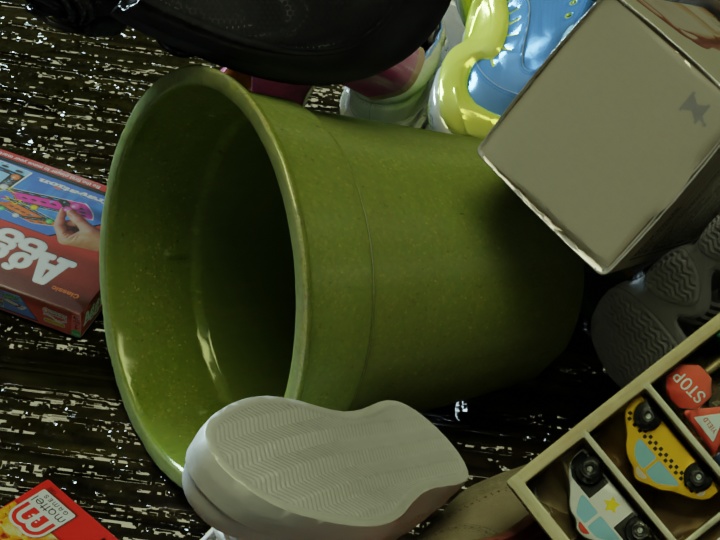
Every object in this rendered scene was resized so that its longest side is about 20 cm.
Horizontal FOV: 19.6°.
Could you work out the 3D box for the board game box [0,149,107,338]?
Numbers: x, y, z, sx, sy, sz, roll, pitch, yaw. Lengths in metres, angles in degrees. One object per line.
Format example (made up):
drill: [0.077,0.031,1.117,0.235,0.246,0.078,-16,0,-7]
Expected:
board game box: [-0.217,-0.032,1.122,0.200,0.019,0.103,19,42,12]

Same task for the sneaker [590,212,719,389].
sneaker: [0.204,-0.005,0.977,0.115,0.200,0.075,-26,86,-37]

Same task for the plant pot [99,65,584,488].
plant pot: [0.000,0.000,1.016,0.190,0.200,0.200,-4,40,-33]

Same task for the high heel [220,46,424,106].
high heel: [-0.059,-0.114,1.127,0.096,0.200,0.068,28,75,-31]

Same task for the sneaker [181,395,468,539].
sneaker: [-0.037,0.114,0.871,0.074,0.116,0.200,50,17,21]

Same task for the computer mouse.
computer mouse: [-0.056,-0.114,0.981,0.199,0.053,0.138,2,6,6]

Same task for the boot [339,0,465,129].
boot: [0.036,-0.128,1.221,0.073,0.096,0.200,15,40,7]

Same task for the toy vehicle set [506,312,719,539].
toy vehicle set: [0.173,0.131,0.892,0.124,0.027,0.200,-39,79,-3]

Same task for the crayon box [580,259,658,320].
crayon box: [0.152,-0.031,1.163,0.126,0.052,0.200,-23,50,-32]

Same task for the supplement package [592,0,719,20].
supplement package: [0.238,-0.153,1.152,0.200,0.156,0.111,29,76,22]

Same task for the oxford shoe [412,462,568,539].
oxford shoe: [0.051,0.140,0.949,0.200,0.071,0.075,-23,18,-26]

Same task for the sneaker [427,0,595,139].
sneaker: [0.105,-0.131,1.153,0.105,0.076,0.200,-12,44,27]

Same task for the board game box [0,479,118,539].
board game box: [-0.156,0.188,0.851,0.151,0.046,0.200,35,47,28]

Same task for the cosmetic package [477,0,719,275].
cosmetic package: [0.144,-0.068,1.010,0.087,0.103,0.200,44,17,12]
